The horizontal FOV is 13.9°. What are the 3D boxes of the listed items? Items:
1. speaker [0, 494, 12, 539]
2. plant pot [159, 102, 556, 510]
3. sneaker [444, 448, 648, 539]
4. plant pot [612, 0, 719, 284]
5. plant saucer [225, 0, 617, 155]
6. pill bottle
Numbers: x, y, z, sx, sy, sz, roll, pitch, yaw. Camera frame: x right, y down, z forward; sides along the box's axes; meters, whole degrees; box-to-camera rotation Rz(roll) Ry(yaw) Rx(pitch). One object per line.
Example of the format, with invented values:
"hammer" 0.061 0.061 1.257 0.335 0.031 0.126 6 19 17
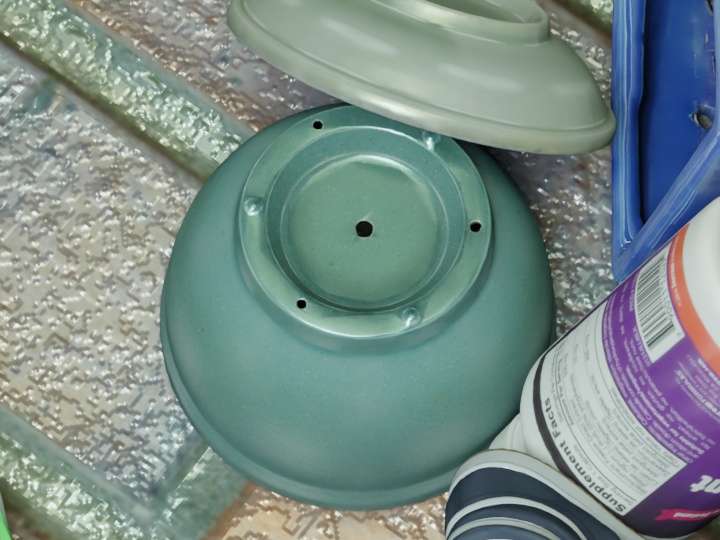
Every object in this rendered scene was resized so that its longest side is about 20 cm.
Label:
"speaker" -0.194 0.181 1.370 0.088 0.088 0.200 -13 69 -7
"plant pot" 0.000 0.000 1.421 0.200 0.134 0.201 0 68 -1
"sneaker" 0.120 0.157 1.292 0.200 0.109 0.070 29 109 1
"plant pot" 0.231 -0.105 1.432 0.179 0.200 0.201 5 67 -7
"plant saucer" 0.035 -0.116 1.440 0.200 0.200 0.050 19 107 6
"pill bottle" 0.144 0.059 1.359 0.111 0.200 0.112 20 49 -24
